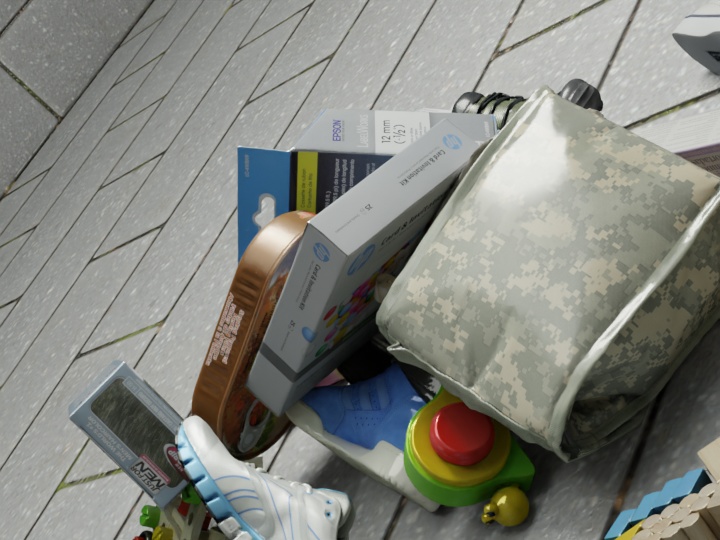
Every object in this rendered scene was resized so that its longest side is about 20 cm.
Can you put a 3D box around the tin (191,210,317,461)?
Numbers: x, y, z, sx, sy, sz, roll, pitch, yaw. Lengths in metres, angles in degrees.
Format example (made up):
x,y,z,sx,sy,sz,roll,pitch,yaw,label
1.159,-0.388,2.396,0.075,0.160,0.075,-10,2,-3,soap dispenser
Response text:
x,y,z,sx,sy,sz,roll,pitch,yaw,label
-0.067,0.049,1.145,0.042,0.112,0.200,28,103,33,tin

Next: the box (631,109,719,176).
x,y,z,sx,sy,sz,roll,pitch,yaw,label
0.234,-0.084,1.096,0.200,0.039,0.041,-11,42,57,box

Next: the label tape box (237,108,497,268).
x,y,z,sx,sy,sz,roll,pitch,yaw,label
0.004,-0.055,1.190,0.066,0.200,0.143,-87,1,-49,label tape box

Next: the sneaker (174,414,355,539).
x,y,z,sx,sy,sz,roll,pitch,yaw,label
-0.053,0.170,1.038,0.087,0.200,0.075,-37,-22,-7,sneaker

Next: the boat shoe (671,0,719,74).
x,y,z,sx,sy,sz,roll,pitch,yaw,label
0.301,-0.178,1.107,0.066,0.072,0.200,-50,12,2,boat shoe

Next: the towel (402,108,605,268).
x,y,z,sx,sy,sz,roll,pitch,yaw,label
0.096,-0.033,1.094,0.133,0.034,0.200,-21,-31,-47,towel

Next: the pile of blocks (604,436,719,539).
x,y,z,sx,sy,sz,roll,pitch,yaw,label
0.190,0.133,0.761,0.200,0.062,0.082,-34,10,10,pile of blocks

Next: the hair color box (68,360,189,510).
x,y,z,sx,sy,sz,roll,pitch,yaw,label
-0.177,0.126,1.181,0.061,0.099,0.200,-45,6,-10,hair color box

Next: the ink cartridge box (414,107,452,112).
x,y,z,sx,sy,sz,roll,pitch,yaw,label
0.009,-0.076,1.360,0.200,0.076,0.136,-24,15,-15,ink cartridge box

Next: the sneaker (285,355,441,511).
x,y,z,sx,sy,sz,roll,pitch,yaw,label
0.025,0.097,1.104,0.111,0.077,0.200,-56,26,-9,sneaker

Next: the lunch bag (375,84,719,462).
x,y,z,sx,sy,sz,roll,pitch,yaw,label
0.127,0.011,0.945,0.164,0.118,0.200,34,78,36,lunch bag

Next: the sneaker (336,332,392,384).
x,y,z,sx,sy,sz,roll,pitch,yaw,label
0.016,0.036,1.243,0.089,0.074,0.200,-42,21,16,sneaker

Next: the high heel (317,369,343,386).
x,y,z,sx,sy,sz,roll,pitch,yaw,label
-0.056,0.049,1.371,0.096,0.067,0.200,-26,40,20,high heel

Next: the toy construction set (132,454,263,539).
x,y,z,sx,sy,sz,roll,pitch,yaw,label
-0.124,0.197,1.191,0.200,0.092,0.131,-121,51,-77,toy construction set

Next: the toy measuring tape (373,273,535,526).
x,y,z,sx,sy,sz,roll,pitch,yaw,label
0.043,0.090,0.988,0.074,0.074,0.200,-41,62,12,toy measuring tape

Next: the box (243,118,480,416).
x,y,z,sx,sy,sz,roll,pitch,yaw,label
0.000,0.000,1.072,0.156,0.041,0.200,-39,-18,-38,box

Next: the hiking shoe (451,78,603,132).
x,y,z,sx,sy,sz,roll,pitch,yaw,label
0.119,-0.108,1.211,0.076,0.101,0.200,-56,4,-28,hiking shoe
